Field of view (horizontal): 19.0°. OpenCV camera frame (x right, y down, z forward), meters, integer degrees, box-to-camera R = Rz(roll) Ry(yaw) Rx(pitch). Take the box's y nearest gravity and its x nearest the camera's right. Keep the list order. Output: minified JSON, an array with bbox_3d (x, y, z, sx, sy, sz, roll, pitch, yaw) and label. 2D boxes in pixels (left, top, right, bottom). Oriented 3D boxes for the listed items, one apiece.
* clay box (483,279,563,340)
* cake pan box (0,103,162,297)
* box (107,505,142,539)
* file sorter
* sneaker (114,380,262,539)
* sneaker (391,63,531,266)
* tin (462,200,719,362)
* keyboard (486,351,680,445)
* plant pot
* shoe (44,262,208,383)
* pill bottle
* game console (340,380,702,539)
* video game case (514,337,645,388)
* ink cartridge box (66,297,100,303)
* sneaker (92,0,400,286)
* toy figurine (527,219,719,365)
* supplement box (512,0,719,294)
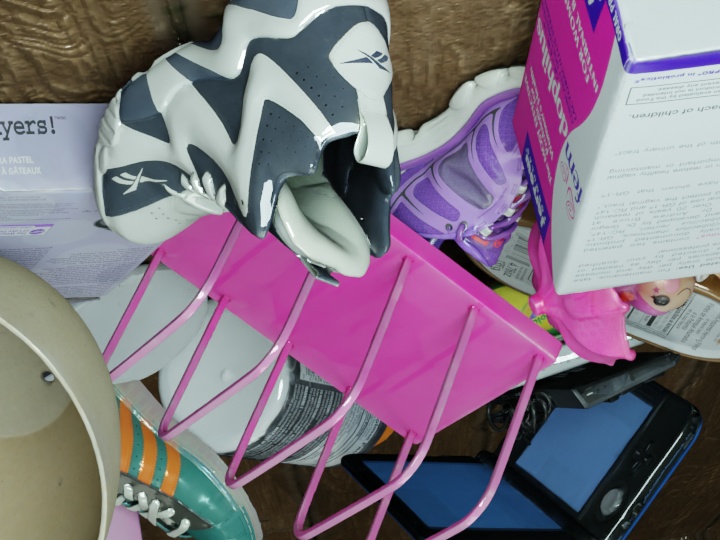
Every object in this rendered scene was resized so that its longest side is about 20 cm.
[{"bbox_3d":[0.078,0.034,1.406,0.114,0.048,0.200,-16,180,-11],"label":"clay box"},{"bbox_3d":[-0.193,-0.030,1.093,0.199,0.053,0.184,-3,161,-26],"label":"cake pan box"},{"bbox_3d":[-0.254,0.156,1.485,0.096,0.177,0.199,5,158,-45],"label":"box"},{"bbox_3d":[-0.023,0.054,1.148,0.200,0.126,0.139,36,141,-15],"label":"file sorter"},{"bbox_3d":[-0.153,0.127,1.398,0.080,0.200,0.071,-47,-174,-29],"label":"sneaker"},{"bbox_3d":[0.076,-0.051,1.136,0.080,0.084,0.200,0,161,-37],"label":"sneaker"},{"bbox_3d":[0.153,-0.001,1.274,0.199,0.042,0.112,21,163,2],"label":"tin"},{"bbox_3d":[0.129,0.084,1.372,0.103,0.040,0.200,-19,-179,-13],"label":"keyboard"},{"bbox_3d":[-0.201,0.067,1.049,0.199,0.201,0.135,-15,-160,16],"label":"plant pot"},{"bbox_3d":[-0.195,0.036,1.315,0.199,0.072,0.091,-26,-145,-32],"label":"shoe"},{"bbox_3d":[-0.045,0.082,1.494,0.106,0.107,0.200,-18,164,25],"label":"pill bottle"},{"bbox_3d":[0.102,0.112,1.423,0.118,0.171,0.200,36,180,-22],"label":"game console"},{"bbox_3d":[0.175,0.037,1.418,0.199,0.018,0.143,-20,-179,1],"label":"video game case"},{"bbox_3d":[-0.245,0.032,1.195,0.094,0.037,0.199,6,-170,36],"label":"ink cartridge box"},{"bbox_3d":[-0.047,-0.035,0.947,0.079,0.130,0.199,13,141,-42],"label":"sneaker"},{"bbox_3d":[0.180,-0.019,1.152,0.183,0.151,0.200,-28,162,27],"label":"toy figurine"},{"bbox_3d":[0.136,-0.083,0.949,0.103,0.102,0.200,-8,152,-7],"label":"supplement box"}]
